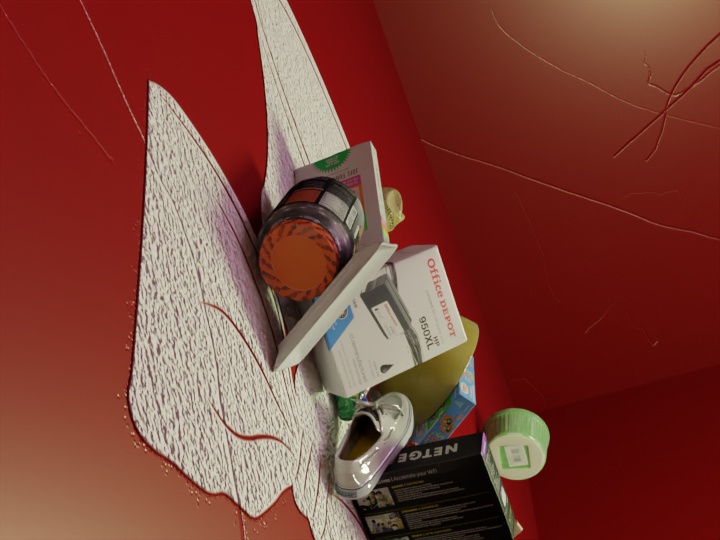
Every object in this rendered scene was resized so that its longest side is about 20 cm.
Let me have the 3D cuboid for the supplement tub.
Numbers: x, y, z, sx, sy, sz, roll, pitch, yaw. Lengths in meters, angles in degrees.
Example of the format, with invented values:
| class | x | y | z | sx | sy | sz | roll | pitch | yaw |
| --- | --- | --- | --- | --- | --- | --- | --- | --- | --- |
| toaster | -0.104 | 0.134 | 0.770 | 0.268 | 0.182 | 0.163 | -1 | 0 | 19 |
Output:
| class | x | y | z | sx | sy | sz | roll | pitch | yaw |
| --- | --- | --- | --- | --- | --- | --- | --- | --- | --- |
| supplement tub | -0.063 | -0.041 | 1.156 | 0.200 | 0.121 | 0.124 | -69 | 141 | -70 |

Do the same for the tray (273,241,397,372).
| class | x | y | z | sx | sy | sz | roll | pitch | yaw |
| --- | --- | --- | --- | --- | --- | --- | --- | --- | --- |
| tray | -0.034 | 0.038 | 1.091 | 0.022 | 0.201 | 0.107 | 42 | 8 | 10 |

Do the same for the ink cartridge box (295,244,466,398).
| class | x | y | z | sx | sy | sz | roll | pitch | yaw |
| --- | --- | --- | --- | --- | --- | --- | --- | --- | --- |
| ink cartridge box | 0.029 | 0.065 | 1.230 | 0.084 | 0.198 | 0.147 | 0 | -69 | 67 |

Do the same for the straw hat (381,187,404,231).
| class | x | y | z | sx | sy | sz | roll | pitch | yaw |
| --- | --- | --- | --- | --- | --- | --- | --- | --- | --- |
| straw hat | 0.036 | -0.111 | 1.662 | 0.201 | 0.084 | 0.204 | 165 | -90 | -84 |

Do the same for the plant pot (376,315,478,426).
| class | x | y | z | sx | sy | sz | roll | pitch | yaw |
| --- | --- | --- | --- | --- | --- | --- | --- | --- | --- |
| plant pot | 0.079 | 0.132 | 1.483 | 0.141 | 0.201 | 0.200 | 34 | 21 | -8 |

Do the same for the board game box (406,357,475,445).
| class | x | y | z | sx | sy | sz | roll | pitch | yaw |
| --- | --- | --- | --- | --- | --- | --- | --- | --- | --- |
| board game box | 0.117 | 0.243 | 1.474 | 0.036 | 0.201 | 0.152 | 31 | 22 | -8 |

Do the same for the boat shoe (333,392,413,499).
| class | x | y | z | sx | sy | sz | roll | pitch | yaw |
| --- | --- | --- | --- | --- | --- | --- | --- | --- | --- |
| boat shoe | 0.014 | 0.206 | 1.201 | 0.202 | 0.074 | 0.087 | -46 | 137 | -51 |

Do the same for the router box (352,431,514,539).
| class | x | y | z | sx | sy | sz | roll | pitch | yaw |
| --- | --- | --- | --- | --- | --- | --- | --- | --- | --- |
| router box | 0.095 | 0.311 | 1.222 | 0.051 | 0.197 | 0.151 | -69 | 141 | -62 |

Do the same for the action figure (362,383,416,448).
| class | x | y | z | sx | sy | sz | roll | pitch | yaw |
| --- | --- | --- | --- | --- | --- | --- | --- | --- | --- |
| action figure | 0.045 | 0.241 | 1.352 | 0.065 | 0.098 | 0.202 | 57 | 23 | -50 |

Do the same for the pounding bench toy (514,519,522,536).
| class | x | y | z | sx | sy | sz | roll | pitch | yaw |
| --- | --- | --- | --- | --- | --- | --- | --- | --- | --- |
| pounding bench toy | 0.107 | 0.376 | 1.346 | 0.157 | 0.199 | 0.124 | 52 | -6 | 2 |

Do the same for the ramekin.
| class | x | y | z | sx | sy | sz | roll | pitch | yaw |
| --- | --- | --- | --- | --- | --- | --- | --- | --- | --- |
| ramekin | 0.448 | 0.509 | 2.609 | 0.098 | 0.197 | 0.202 | -71 | 143 | -58 |

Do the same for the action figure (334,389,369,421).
| class | x | y | z | sx | sy | sz | roll | pitch | yaw |
| --- | --- | --- | --- | --- | --- | --- | --- | --- | --- |
| action figure | -0.012 | 0.148 | 1.321 | 0.201 | 0.054 | 0.119 | -82 | 157 | -53 |

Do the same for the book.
| class | x | y | z | sx | sy | sz | roll | pitch | yaw |
| --- | --- | --- | --- | --- | --- | --- | --- | --- | --- |
| book | -0.028 | -0.090 | 1.352 | 0.048 | 0.132 | 0.202 | 51 | 24 | -49 |
